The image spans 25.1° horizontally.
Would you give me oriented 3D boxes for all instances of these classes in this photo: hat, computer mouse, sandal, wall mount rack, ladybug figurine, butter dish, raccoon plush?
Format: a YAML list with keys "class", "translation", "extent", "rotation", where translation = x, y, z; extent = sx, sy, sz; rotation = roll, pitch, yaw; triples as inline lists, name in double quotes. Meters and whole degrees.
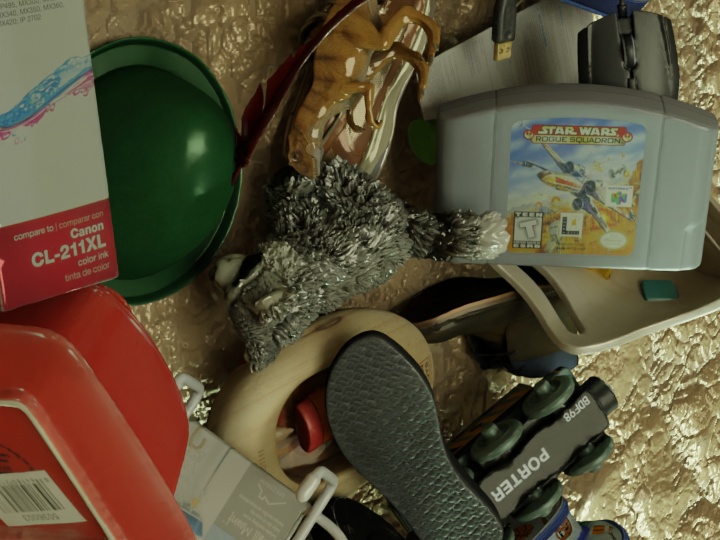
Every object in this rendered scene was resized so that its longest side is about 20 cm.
- class: "hat"
  translation: [-0.093, -0.063, 0.997]
  extent: [0.165, 0.175, 0.202]
  rotation: [-18, 111, -38]
- class: "computer mouse"
  translation: [0.163, -0.140, 1.150]
  extent: [0.139, 0.046, 0.202]
  rotation: [-3, 121, -1]
- class: "sandal"
  translation: [0.033, 0.127, 1.137]
  extent: [0.075, 0.043, 0.201]
  rotation: [-25, 115, 6]
- class: "wall mount rack"
  translation: [-0.111, 0.171, 1.027]
  extent: [0.175, 0.199, 0.075]
  rotation: [-57, 162, -4]
- class: "ladybug figurine"
  translation: [-0.031, 0.094, 1.156]
  extent: [0.199, 0.072, 0.137]
  rotation: [-21, 114, -35]
- class: "butter dish"
  translation: [-0.184, 0.069, 0.967]
  extent: [0.148, 0.198, 0.201]
  rotation: [-61, 138, -42]
- class: "raccoon plush"
  translation: [0.000, 0.000, 1.081]
  extent: [0.097, 0.197, 0.135]
  rotation: [79, 12, -46]

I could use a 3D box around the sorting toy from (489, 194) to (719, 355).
- class: "sorting toy"
  translation: [0.186, -0.020, 1.237]
  extent: [0.179, 0.107, 0.201]
  rotation: [-29, 74, -30]

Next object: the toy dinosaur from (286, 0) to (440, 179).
- class: "toy dinosaur"
  translation: [-0.001, -0.160, 1.066]
  extent: [0.105, 0.060, 0.202]
  rotation: [12, 80, -3]

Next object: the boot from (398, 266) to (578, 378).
- class: "boot"
  translation: [0.112, 0.051, 1.267]
  extent: [0.199, 0.074, 0.098]
  rotation: [-18, 108, -38]

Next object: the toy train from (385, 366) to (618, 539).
- class: "toy train"
  translation: [0.107, 0.148, 1.238]
  extent: [0.200, 0.114, 0.086]
  rotation: [-40, 104, -12]

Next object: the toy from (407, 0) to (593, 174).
- class: "toy"
  translation: [0.107, -0.138, 1.236]
  extent: [0.199, 0.047, 0.116]
  rotation: [-34, 122, -38]

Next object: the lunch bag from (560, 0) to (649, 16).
- class: "lunch bag"
  translation: [0.170, -0.275, 1.188]
  extent: [0.198, 0.132, 0.137]
  rotation: [14, 58, -35]

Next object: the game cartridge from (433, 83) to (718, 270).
- class: "game cartridge"
  translation: [0.151, -0.066, 1.151]
  extent: [0.197, 0.042, 0.134]
  rotation: [2, 125, 3]

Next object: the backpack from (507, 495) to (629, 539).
- class: "backpack"
  translation: [0.143, 0.264, 1.267]
  extent: [0.200, 0.190, 0.155]
  rotation: [-44, 108, -24]

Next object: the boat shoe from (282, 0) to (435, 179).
- class: "boat shoe"
  translation: [-0.003, -0.155, 1.123]
  extent: [0.071, 0.075, 0.202]
  rotation: [15, 88, -37]

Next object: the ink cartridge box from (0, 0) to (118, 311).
- class: "ink cartridge box"
  translation: [-0.216, -0.094, 0.906]
  extent: [0.082, 0.145, 0.202]
  rotation: [-17, 111, -37]

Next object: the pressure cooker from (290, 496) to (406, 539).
- class: "pressure cooker"
  translation: [-0.032, 0.281, 1.114]
  extent: [0.200, 0.179, 0.176]
  rotation: [-45, 138, 9]
